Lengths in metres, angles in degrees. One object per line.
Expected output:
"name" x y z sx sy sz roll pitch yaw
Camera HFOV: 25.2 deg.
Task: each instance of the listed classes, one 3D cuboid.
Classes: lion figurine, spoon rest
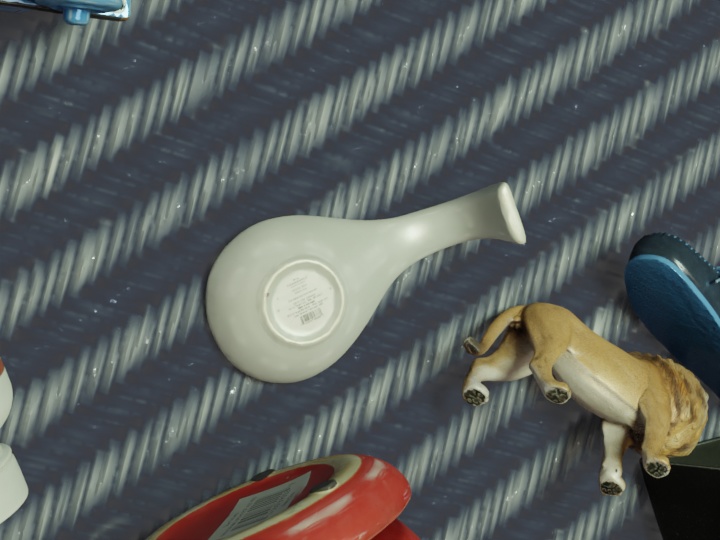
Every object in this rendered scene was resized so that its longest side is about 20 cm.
"lion figurine" 0.150 0.069 1.050 0.200 0.072 0.123 40 39 -17
"spoon rest" 0.000 0.000 0.983 0.199 0.061 0.100 -22 101 -13

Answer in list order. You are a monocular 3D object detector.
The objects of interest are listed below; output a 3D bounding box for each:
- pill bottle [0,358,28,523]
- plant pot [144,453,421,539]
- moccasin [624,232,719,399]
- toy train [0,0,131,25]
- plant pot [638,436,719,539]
"pill bottle" -0.244 0.040 0.807 0.112 0.112 0.201 -27 104 -26
"plant pot" -0.034 0.213 0.887 0.200 0.200 0.183 -26 95 -26
"moccasin" 0.247 0.032 1.113 0.200 0.080 0.068 47 65 -37
"toy train" -0.204 -0.173 0.822 0.199 0.114 0.087 2 94 -29
"plant pot" 0.334 0.200 1.078 0.198 0.200 0.179 -10 92 -29
